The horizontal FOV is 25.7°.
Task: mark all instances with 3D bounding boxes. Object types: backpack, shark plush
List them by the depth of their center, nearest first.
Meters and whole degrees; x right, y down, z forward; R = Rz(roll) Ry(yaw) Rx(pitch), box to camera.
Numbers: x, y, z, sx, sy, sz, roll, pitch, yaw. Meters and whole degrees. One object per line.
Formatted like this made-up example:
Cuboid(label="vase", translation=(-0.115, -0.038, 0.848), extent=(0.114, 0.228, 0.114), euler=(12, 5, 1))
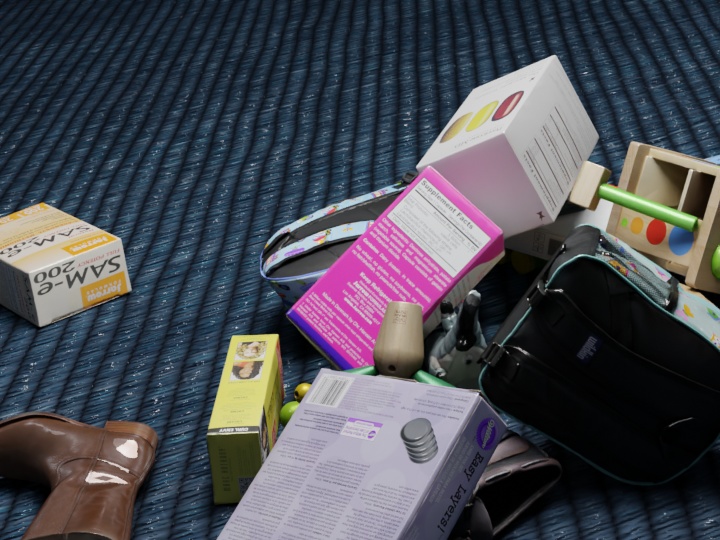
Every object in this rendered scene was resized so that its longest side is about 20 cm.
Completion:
Cuboid(label="backpack", translation=(0.223, 0.076, 1.352), extent=(0.200, 0.176, 0.153), euler=(35, 23, 4))
Cuboid(label="shark plush", translation=(0.079, 0.069, 1.451), extent=(0.091, 0.200, 0.083), euler=(-15, 68, 3))
Cuboid(label="backpack", translation=(0.000, 0.000, 1.669), extent=(0.200, 0.135, 0.183), euler=(-16, 22, 2))

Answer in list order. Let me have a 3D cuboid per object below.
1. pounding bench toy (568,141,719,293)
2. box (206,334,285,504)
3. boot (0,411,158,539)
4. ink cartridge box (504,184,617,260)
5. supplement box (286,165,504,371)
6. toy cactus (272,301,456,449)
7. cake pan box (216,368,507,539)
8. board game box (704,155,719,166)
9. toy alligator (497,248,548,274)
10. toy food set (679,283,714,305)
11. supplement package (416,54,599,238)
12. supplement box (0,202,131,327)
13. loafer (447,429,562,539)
Cuboid(label="pounding bench toy", translation=(0.331, -0.053, 1.619), extent=(0.200, 0.125, 0.156), euler=(9, 10, -37))
Cuboid(label="box", translation=(-0.105, 0.134, 1.466), extent=(0.050, 0.075, 0.200), euler=(-3, 22, 3))
Cuboid(label="boot", translation=(-0.279, 0.202, 1.381), extent=(0.186, 0.064, 0.200), euler=(-6, 27, 8))
Cuboid(label="ink cartridge box", translation=(0.199, -0.084, 1.775), extent=(0.200, 0.044, 0.174), euler=(17, 41, 16))
Cuboid(label="supplement box", translation=(0.037, 0.013, 1.514), extent=(0.200, 0.103, 0.101), euler=(-45, -12, -4))
Cuboid(label="toy cactus", translation=(0.023, 0.109, 1.383), extent=(0.200, 0.165, 0.102), euler=(2, -11, 25))
Cuboid(label="cake pan box", translation=(-0.006, 0.171, 1.241), extent=(0.200, 0.052, 0.184), euler=(3, 53, 47))
Cuboid(label="board game box", translation=(0.438, -0.094, 1.889), extent=(0.200, 0.037, 0.151), euler=(-16, 25, -18))
Cuboid(label="toy alligator", translation=(0.174, -0.042, 1.819), extent=(0.059, 0.054, 0.200), euler=(-19, 26, -28))
Cuboid(label="toy food set", translation=(0.263, 0.059, 1.565), extent=(0.200, 0.049, 0.198), euler=(-17, 25, -22))
Cuboid(label="supplement package", translation=(0.158, -0.124, 1.653), extent=(0.114, 0.110, 0.200), euler=(-21, 19, 31))
Cuboid(label="supplement box", translation=(-0.380, -0.011, 1.883), extent=(0.126, 0.074, 0.200), euler=(-24, 28, -33))
Cuboid(label="loafer", translation=(0.094, 0.192, 1.277), extent=(0.063, 0.072, 0.200), euler=(18, 34, 30))
